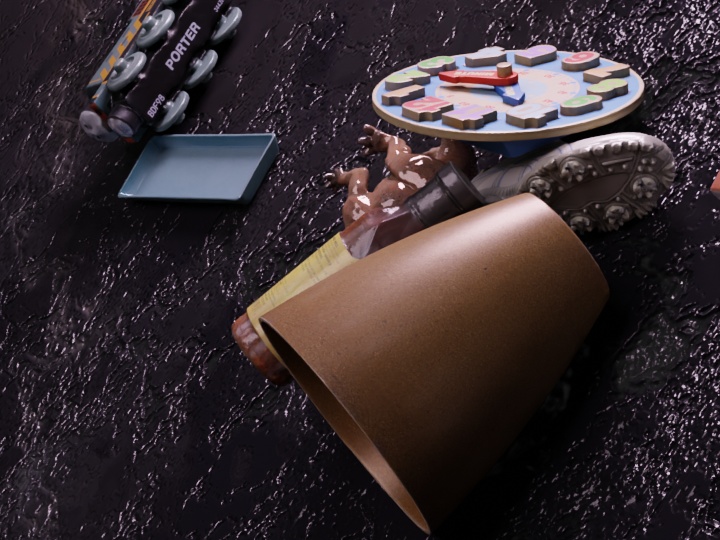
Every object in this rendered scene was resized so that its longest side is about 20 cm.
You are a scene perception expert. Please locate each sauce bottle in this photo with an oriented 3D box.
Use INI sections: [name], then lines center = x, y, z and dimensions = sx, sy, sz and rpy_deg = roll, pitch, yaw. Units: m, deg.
[sauce bottle]
center = 0.000, 0.000, 1.747
dimensions = 0.200, 0.066, 0.066
rpy_deg = -40, 33, 10

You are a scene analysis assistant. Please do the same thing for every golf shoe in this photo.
[golf shoe]
center = 0.142, -0.071, 1.764
dimensions = 0.200, 0.078, 0.097
rpy_deg = -21, 37, 37

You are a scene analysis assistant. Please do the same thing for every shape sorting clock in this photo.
[shape sorting clock]
center = 0.108, -0.132, 1.797
dimensions = 0.199, 0.039, 0.200
rpy_deg = -6, 24, 3

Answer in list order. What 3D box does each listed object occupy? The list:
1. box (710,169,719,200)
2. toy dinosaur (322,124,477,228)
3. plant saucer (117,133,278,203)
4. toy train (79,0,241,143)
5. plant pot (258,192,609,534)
[box]
center = 0.334, -0.069, 1.496
dimensions = 0.200, 0.097, 0.125
rpy_deg = 5, 61, 53
[toy dinosaur]
center = 0.039, -0.045, 1.856
dimensions = 0.200, 0.086, 0.135
rpy_deg = -49, 31, -5
[plant saucer]
center = -0.144, -0.089, 2.186
dimensions = 0.200, 0.019, 0.070
rpy_deg = 4, 60, 52
[toy train]
center = -0.189, -0.201, 2.297
dimensions = 0.114, 0.085, 0.200
rpy_deg = -11, 44, 55
[plant pot]
center = 0.064, 0.043, 1.666
dimensions = 0.200, 0.187, 0.186
rpy_deg = -40, 31, -7
